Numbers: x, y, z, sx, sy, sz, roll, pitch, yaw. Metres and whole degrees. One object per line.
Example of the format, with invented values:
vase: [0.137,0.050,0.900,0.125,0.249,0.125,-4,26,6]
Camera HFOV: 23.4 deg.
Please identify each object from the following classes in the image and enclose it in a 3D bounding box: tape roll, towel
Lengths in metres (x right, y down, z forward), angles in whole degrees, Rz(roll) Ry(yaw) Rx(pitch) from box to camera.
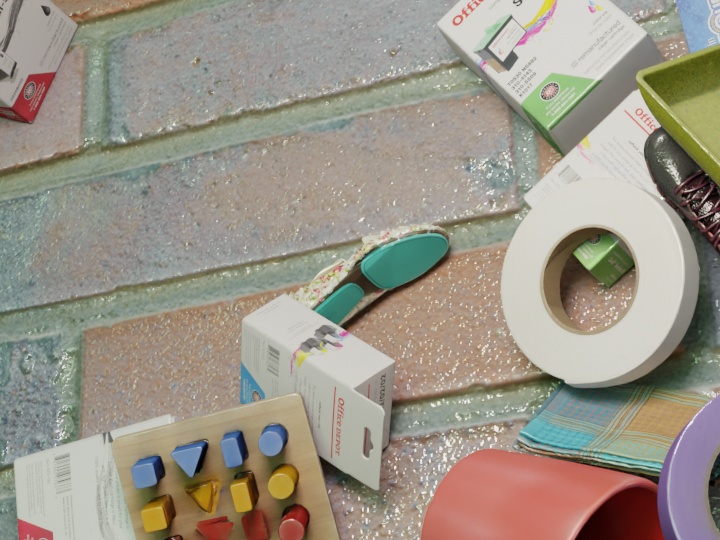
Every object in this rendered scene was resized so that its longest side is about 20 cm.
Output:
tape roll: [0.228,0.012,1.676,0.202,0.037,0.203,-8,76,34]
towel: [0.262,0.145,1.634,0.200,0.147,0.022,8,118,28]
tape roll: [0.357,0.194,1.484,0.200,0.085,0.200,-1,78,4]

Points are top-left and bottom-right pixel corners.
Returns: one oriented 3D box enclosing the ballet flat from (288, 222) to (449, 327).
ballet flat: [0.000,0.000,1.849,0.200,0.076,0.064,-33,42,6]

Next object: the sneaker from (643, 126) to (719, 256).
sneaker: [0.343,-0.054,1.629,0.076,0.116,0.200,-41,91,11]

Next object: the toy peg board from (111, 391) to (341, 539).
toy peg board: [-0.132,0.244,1.716,0.200,0.098,0.200,-15,93,2]

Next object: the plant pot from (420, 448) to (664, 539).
plant pot: [0.165,0.258,1.599,0.177,0.200,0.201,21,79,42]

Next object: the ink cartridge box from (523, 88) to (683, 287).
ink cartridge box: [0.278,-0.096,1.749,0.200,0.067,0.117,-44,58,8]

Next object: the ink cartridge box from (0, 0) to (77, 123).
ink cartridge box: [-0.453,-0.290,2.111,0.083,0.200,0.147,16,77,29]

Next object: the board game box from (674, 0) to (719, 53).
board game box: [0.432,-0.240,1.753,0.199,0.043,0.200,-20,63,19]

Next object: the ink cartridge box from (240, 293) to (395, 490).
ink cartridge box: [-0.031,0.124,1.778,0.200,0.115,0.068,31,44,32]

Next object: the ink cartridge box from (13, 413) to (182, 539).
ink cartridge box: [-0.262,0.253,1.860,0.200,0.083,0.146,-17,64,18]

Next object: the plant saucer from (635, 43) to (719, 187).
plant saucer: [0.380,-0.128,1.637,0.200,0.048,0.200,-21,59,-33]

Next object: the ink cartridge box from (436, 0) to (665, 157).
ink cartridge box: [0.199,-0.239,1.841,0.145,0.084,0.200,-44,57,3]
